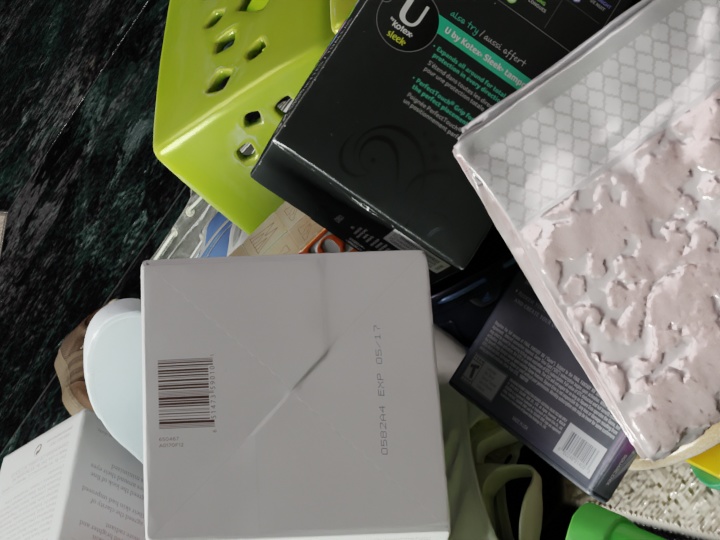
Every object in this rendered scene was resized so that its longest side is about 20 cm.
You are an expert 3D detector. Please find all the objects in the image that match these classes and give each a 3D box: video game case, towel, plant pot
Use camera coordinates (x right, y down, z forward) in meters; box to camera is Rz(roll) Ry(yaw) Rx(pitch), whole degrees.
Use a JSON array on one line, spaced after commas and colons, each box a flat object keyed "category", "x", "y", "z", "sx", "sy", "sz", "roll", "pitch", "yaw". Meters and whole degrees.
[{"category": "video game case", "x": 0.137, "y": 0.003, "z": 1.006, "sx": 0.201, "sy": 0.019, "sz": 0.143, "roll": -58, "pitch": 34, "yaw": 2}, {"category": "towel", "x": 0.168, "y": -0.041, "z": 0.934, "sx": 0.199, "sy": 0.032, "sz": 0.192, "roll": -35, "pitch": 74, "yaw": 9}, {"category": "plant pot", "x": -0.003, "y": -0.133, "z": 1.289, "sx": 0.181, "sy": 0.199, "sz": 0.201, "roll": -33, "pitch": 37, "yaw": 29}]

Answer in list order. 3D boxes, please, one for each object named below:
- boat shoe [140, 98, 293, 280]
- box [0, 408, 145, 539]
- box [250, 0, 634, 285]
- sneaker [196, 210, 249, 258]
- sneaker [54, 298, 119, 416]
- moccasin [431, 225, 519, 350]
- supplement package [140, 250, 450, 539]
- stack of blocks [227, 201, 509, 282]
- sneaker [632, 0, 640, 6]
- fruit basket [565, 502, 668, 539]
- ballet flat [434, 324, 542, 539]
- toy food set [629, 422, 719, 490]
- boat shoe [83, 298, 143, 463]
[{"category": "boat shoe", "x": -0.101, "y": -0.057, "z": 1.477, "sx": 0.064, "sy": 0.071, "sz": 0.201, "roll": 38, "pitch": 102, "yaw": 17}, {"category": "box", "x": -0.166, "y": 0.221, "z": 1.271, "sx": 0.106, "sy": 0.152, "sz": 0.202, "roll": -29, "pitch": 41, "yaw": 42}, {"category": "box", "x": 0.047, "y": -0.109, "z": 1.063, "sx": 0.201, "sy": 0.124, "sz": 0.149, "roll": -58, "pitch": 4, "yaw": -9}, {"category": "sneaker", "x": -0.071, "y": -0.037, "z": 1.372, "sx": 0.076, "sy": 0.076, "sz": 0.200, "roll": -16, "pitch": 23, "yaw": 27}, {"category": "sneaker", "x": -0.191, "y": 0.079, "z": 1.523, "sx": 0.076, "sy": 0.070, "sz": 0.200, "roll": -57, "pitch": 30, "yaw": 5}, {"category": "moccasin", "x": 0.111, "y": -0.037, "z": 1.140, "sx": 0.201, "sy": 0.068, "sz": 0.081, "roll": -54, "pitch": 29, "yaw": 8}, {"category": "supplement package", "x": -0.039, "y": 0.104, "z": 1.037, "sx": 0.201, "sy": 0.149, "sz": 0.153, "roll": 97, "pitch": 171, "yaw": -63}, {"category": "stack of blocks", "x": 0.000, "y": 0.000, "z": 1.199, "sx": 0.200, "sy": 0.115, "sz": 0.059, "roll": -43, "pitch": 33, "yaw": 5}, {"category": "sneaker", "x": 0.227, "y": -0.167, "z": 1.027, "sx": 0.200, "sy": 0.111, "sz": 0.077, "roll": -43, "pitch": 33, "yaw": 29}, {"category": "fruit basket", "x": 0.100, "y": 0.221, "z": 0.874, "sx": 0.214, "sy": 0.155, "sz": 0.218, "roll": -20, "pitch": 53, "yaw": 28}, {"category": "ballet flat", "x": 0.071, "y": 0.111, "z": 1.095, "sx": 0.069, "sy": 0.069, "sz": 0.202, "roll": -37, "pitch": 41, "yaw": 36}, {"category": "toy food set", "x": 0.167, "y": 0.016, "z": 1.017, "sx": 0.200, "sy": 0.048, "sz": 0.199, "roll": 28, "pitch": 88, "yaw": 56}, {"category": "boat shoe", "x": -0.126, "y": 0.072, "z": 1.219, "sx": 0.070, "sy": 0.201, "sz": 0.091, "roll": -21, "pitch": 43, "yaw": 0}]
